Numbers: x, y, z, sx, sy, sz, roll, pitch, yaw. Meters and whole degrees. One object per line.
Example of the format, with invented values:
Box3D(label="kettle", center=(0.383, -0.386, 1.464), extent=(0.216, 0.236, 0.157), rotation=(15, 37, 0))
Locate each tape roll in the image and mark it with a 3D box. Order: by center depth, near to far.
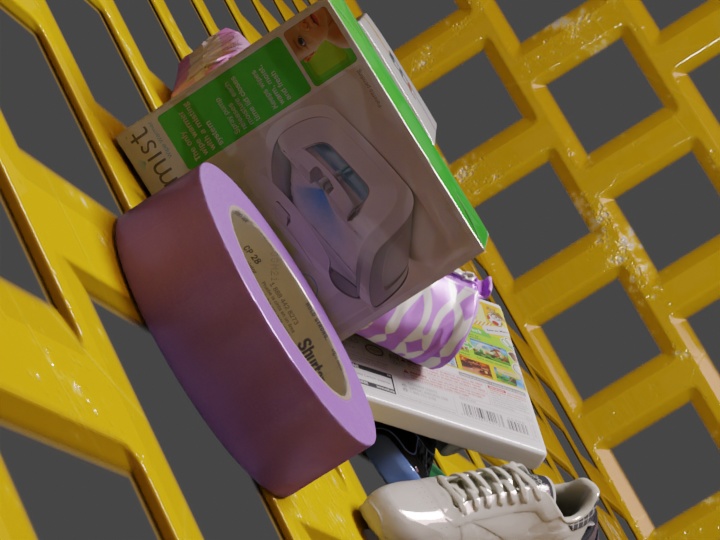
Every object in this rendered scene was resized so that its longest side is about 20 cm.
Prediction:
Box3D(label="tape roll", center=(-0.069, 0.036, 1.251), extent=(0.201, 0.065, 0.200), rotation=(57, 8, -13))

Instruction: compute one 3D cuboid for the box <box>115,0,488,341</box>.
Box3D(label="box", center=(-0.037, -0.057, 1.392), extent=(0.201, 0.176, 0.097), rotation=(58, 8, -4))

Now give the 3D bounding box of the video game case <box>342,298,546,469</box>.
Box3D(label="video game case", center=(0.040, 0.063, 1.586), extent=(0.198, 0.023, 0.183), rotation=(18, 32, -23))

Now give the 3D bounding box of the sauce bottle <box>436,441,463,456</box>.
Box3D(label="sauce bottle", center=(0.045, 0.075, 1.862), extent=(0.201, 0.066, 0.066), rotation=(64, 9, 21))

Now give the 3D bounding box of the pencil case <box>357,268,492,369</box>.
Box3D(label="pencil case", center=(0.000, 0.000, 1.513), extent=(0.199, 0.086, 0.084), rotation=(26, 36, -22))

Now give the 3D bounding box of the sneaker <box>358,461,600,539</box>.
Box3D(label="sneaker", center=(0.084, 0.170, 1.455), extent=(0.199, 0.081, 0.077), rotation=(11, 35, -42))

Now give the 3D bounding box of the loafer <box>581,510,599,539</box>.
Box3D(label="loafer", center=(0.136, 0.205, 1.600), extent=(0.071, 0.064, 0.199), rotation=(22, 24, 28))

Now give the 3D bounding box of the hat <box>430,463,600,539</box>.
Box3D(label="hat", center=(0.175, 0.207, 1.734), extent=(0.201, 0.175, 0.166), rotation=(58, 8, -4))

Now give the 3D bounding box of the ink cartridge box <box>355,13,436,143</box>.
Box3D(label="ink cartridge box", center=(-0.019, -0.156, 2.030), extent=(0.145, 0.145, 0.200), rotation=(57, 7, -6))

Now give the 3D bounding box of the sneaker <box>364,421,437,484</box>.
Box3D(label="sneaker", center=(0.037, 0.108, 1.608), extent=(0.070, 0.078, 0.200), rotation=(55, 8, -27))

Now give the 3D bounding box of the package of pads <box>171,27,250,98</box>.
Box3D(label="package of pads", center=(-0.077, -0.094, 1.673), extent=(0.201, 0.075, 0.121), rotation=(57, 10, -16))
